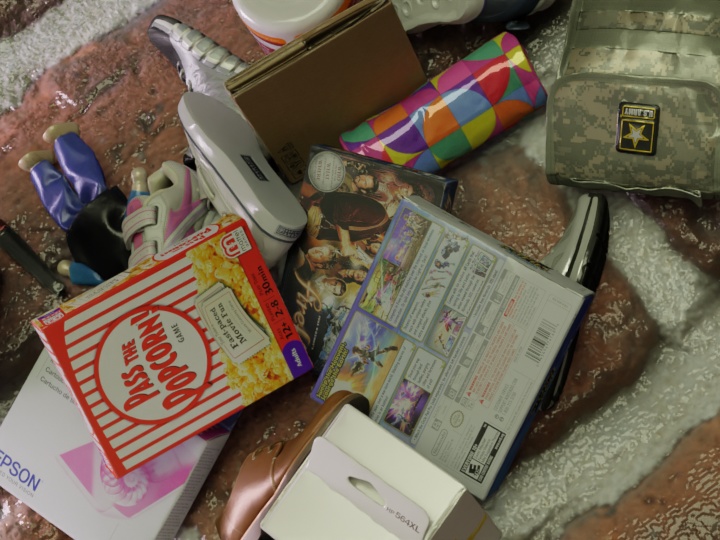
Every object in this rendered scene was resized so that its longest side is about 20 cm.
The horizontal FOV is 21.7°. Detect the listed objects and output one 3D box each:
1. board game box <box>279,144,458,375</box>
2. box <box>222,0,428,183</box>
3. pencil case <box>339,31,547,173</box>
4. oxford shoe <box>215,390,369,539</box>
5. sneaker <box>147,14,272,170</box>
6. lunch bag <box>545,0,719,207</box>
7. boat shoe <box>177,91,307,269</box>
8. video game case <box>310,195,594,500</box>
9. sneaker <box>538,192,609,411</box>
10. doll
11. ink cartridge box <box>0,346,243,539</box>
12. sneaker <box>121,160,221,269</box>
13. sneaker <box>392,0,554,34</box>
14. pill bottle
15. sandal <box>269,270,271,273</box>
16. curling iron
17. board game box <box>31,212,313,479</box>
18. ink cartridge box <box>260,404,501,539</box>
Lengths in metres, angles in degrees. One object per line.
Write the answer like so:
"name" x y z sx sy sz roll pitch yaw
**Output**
"board game box" 0.000 0.000 1.684 0.135 0.035 0.201 16 100 20
"box" -0.023 -0.163 1.702 0.163 0.200 0.021 -31 66 2
"pencil case" 0.079 -0.141 1.735 0.199 0.088 0.089 -31 65 0
"oxford shoe" -0.067 0.171 1.633 0.071 0.071 0.200 49 112 30
"sneaker" -0.154 -0.160 1.809 0.200 0.075 0.116 33 91 29
"lunch bag" 0.258 -0.160 1.669 0.163 0.118 0.201 6 69 19
"boat shoe" -0.118 -0.082 1.712 0.200 0.072 0.066 52 121 30
"video game case" 0.077 0.065 1.615 0.181 0.045 0.201 29 104 16
"sneaker" 0.145 0.014 1.660 0.115 0.076 0.201 16 78 18
"doll" -0.248 -0.052 1.801 0.136 0.048 0.200 -44 66 19
"ink cartridge box" -0.225 0.146 1.707 0.196 0.043 0.201 30 95 23
"sneaker" -0.184 -0.021 1.716 0.081 0.088 0.200 -38 25 39
"sneaker" 0.103 -0.272 1.788 0.200 0.146 0.081 14 112 55
"pill bottle" -0.039 -0.226 1.730 0.112 0.200 0.114 -5 69 13
"sandal" -0.146 0.051 1.736 0.080 0.054 0.201 24 78 22
"curling iron" -0.349 -0.046 1.838 0.050 0.026 0.200 -50 63 20
"board game box" -0.161 0.064 1.626 0.199 0.046 0.152 -30 108 -13
"ink cartridge box" 0.017 0.211 1.552 0.128 0.200 0.125 32 81 23
